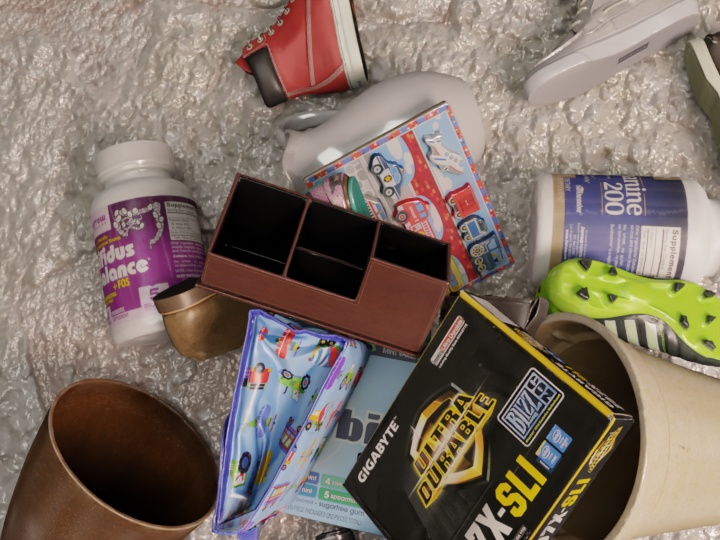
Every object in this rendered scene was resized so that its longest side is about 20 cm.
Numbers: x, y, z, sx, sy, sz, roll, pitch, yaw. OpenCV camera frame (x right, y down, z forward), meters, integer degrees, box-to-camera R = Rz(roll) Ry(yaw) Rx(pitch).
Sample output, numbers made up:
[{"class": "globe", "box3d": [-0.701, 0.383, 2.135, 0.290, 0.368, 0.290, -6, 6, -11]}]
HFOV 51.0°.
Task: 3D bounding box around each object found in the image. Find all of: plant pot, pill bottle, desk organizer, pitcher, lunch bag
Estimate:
[{"class": "plant pot", "box3d": [0.237, 0.150, 0.654, 0.182, 0.200, 0.203, 11, 83, -25]}, {"class": "pill bottle", "box3d": [0.265, -0.034, 0.722, 0.197, 0.111, 0.113, 3, 83, 9]}, {"class": "plant pot", "box3d": [-0.272, 0.247, 0.753, 0.187, 0.187, 0.201, 42, 105, 11]}, {"class": "desk organizer", "box3d": [-0.027, -0.005, 0.632, 0.198, 0.072, 0.078, 18, 122, -3]}, {"class": "pitcher", "box3d": [0.013, -0.140, 0.780, 0.198, 0.122, 0.172, -18, 41, -3]}, {"class": "lunch bag", "box3d": [-0.068, 0.148, 0.686, 0.093, 0.151, 0.202, 16, 85, 11]}, {"class": "pill bottle", "box3d": [-0.223, -0.029, 0.799, 0.111, 0.112, 0.202, -14, 81, 7]}]

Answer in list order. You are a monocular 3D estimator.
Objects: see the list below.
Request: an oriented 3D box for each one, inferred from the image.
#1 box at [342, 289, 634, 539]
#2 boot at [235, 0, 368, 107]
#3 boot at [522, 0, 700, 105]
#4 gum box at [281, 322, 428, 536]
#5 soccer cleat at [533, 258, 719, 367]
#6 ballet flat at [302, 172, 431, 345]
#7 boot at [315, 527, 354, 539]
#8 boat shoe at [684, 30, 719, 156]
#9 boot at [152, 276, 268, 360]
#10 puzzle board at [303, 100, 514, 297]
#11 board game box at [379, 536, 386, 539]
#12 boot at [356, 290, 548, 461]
[{"class": "box", "box3d": [0.091, 0.144, 0.593, 0.160, 0.049, 0.201, 41, 107, 37]}, {"class": "boot", "box3d": [-0.078, -0.288, 0.832, 0.142, 0.072, 0.203, -10, 85, 9]}, {"class": "boot", "box3d": [0.241, -0.253, 0.782, 0.198, 0.074, 0.096, -26, 74, -4]}, {"class": "gum box", "box3d": [-0.027, 0.153, 0.779, 0.168, 0.045, 0.203, 9, 85, 10]}, {"class": "soccer cleat", "box3d": [0.254, 0.040, 0.685, 0.198, 0.081, 0.068, 19, 68, -8]}, {"class": "ballet flat", "box3d": [0.000, 0.000, 0.711, 0.070, 0.069, 0.201, -17, 123, 20]}, {"class": "boot", "box3d": [-0.062, 0.359, 0.755, 0.199, 0.070, 0.132, -36, 75, -8]}, {"class": "boat shoe", "box3d": [0.380, -0.143, 0.738, 0.060, 0.072, 0.204, -17, 78, 10]}, {"class": "boot", "box3d": [-0.112, 0.024, 0.767, 0.199, 0.073, 0.076, -29, 106, -37]}, {"class": "puzzle board", "box3d": [0.055, -0.045, 0.737, 0.150, 0.017, 0.201, -28, 124, 4]}, {"class": "board game box", "box3d": [0.063, 0.305, 0.637, 0.199, 0.200, 0.041, -39, 122, -3]}, {"class": "boot", "box3d": [0.082, 0.107, 0.689, 0.198, 0.069, 0.176, -9, 72, 41]}]
